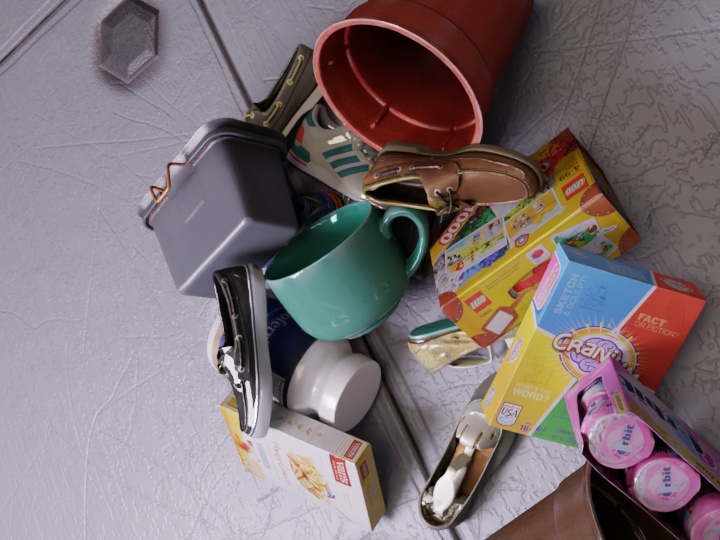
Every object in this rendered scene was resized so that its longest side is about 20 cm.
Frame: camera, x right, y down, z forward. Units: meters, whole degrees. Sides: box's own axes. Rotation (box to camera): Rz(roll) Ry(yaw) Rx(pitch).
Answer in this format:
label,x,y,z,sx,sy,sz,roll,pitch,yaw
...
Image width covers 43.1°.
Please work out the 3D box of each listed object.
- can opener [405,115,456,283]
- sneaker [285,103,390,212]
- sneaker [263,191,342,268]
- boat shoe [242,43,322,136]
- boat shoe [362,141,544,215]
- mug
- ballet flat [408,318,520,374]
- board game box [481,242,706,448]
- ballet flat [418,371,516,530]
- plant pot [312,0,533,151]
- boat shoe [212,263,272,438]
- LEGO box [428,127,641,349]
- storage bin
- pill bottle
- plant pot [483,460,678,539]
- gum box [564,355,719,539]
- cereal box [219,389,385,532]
label,x,y,z,sx,sy,sz,roll,pitch,yaw
can opener,0.101,-0.087,1.082,0.053,0.067,0.200,20,109,24
sneaker,-0.003,-0.140,1.124,0.200,0.070,0.094,31,107,29
sneaker,-0.121,-0.055,1.180,0.200,0.078,0.075,-26,74,25
boat shoe,-0.115,-0.201,1.180,0.060,0.072,0.202,36,104,-21
boat shoe,0.094,-0.087,0.961,0.200,0.072,0.068,7,50,38
mug,-0.009,0.007,1.049,0.185,0.152,0.114,-10,120,52
ballet flat,0.150,0.071,1.038,0.200,0.071,0.071,-21,77,26
board game box,0.232,0.085,0.925,0.153,0.040,0.200,15,115,-11
ballet flat,0.126,0.209,1.038,0.067,0.064,0.200,29,100,27
plant pot,0.083,-0.252,0.993,0.201,0.201,0.195,18,60,28
boat shoe,-0.138,0.093,1.045,0.069,0.057,0.200,172,95,-69
LEGO box,0.176,-0.035,0.972,0.200,0.077,0.149,-38,28,21
storage bin,-0.170,-0.064,1.091,0.200,0.145,0.134,-43,55,33
pill bottle,-0.082,0.113,1.128,0.200,0.116,0.116,25,99,27
plant pot,0.215,0.312,0.921,0.198,0.200,0.200,-39,70,30
gum box,0.286,0.180,0.873,0.200,0.114,0.066,41,108,-9
cereal box,-0.069,0.229,1.109,0.200,0.040,0.144,18,140,29
